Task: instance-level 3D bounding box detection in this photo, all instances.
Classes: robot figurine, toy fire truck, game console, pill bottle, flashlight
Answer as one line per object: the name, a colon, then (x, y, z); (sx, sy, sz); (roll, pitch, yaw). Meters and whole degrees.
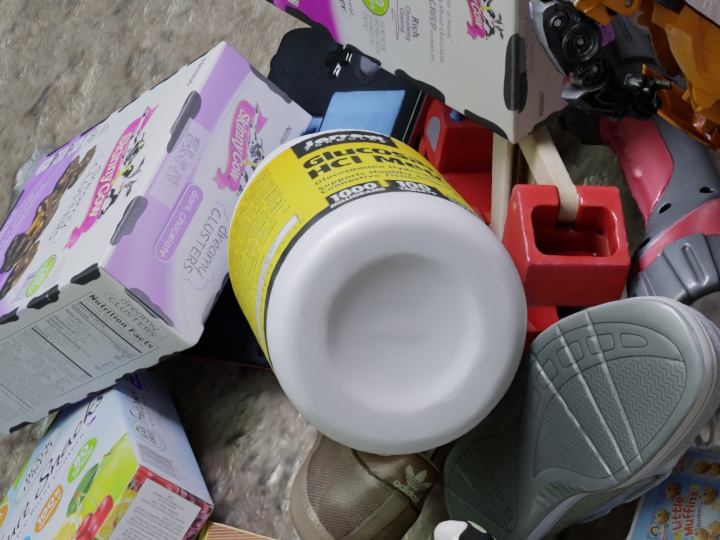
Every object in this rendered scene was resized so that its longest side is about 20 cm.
robot figurine: (0.155, -0.115, 1.162); (0.145, 0.199, 0.058); (-56, 35, 9)
toy fire truck: (0.071, -0.031, 1.289); (0.142, 0.048, 0.201); (102, 163, -45)
game console: (-0.027, -0.040, 1.500); (0.176, 0.031, 0.201); (8, 74, 54)
pill bottle: (0.000, 0.000, 1.234); (0.113, 0.112, 0.200); (-58, 17, 7)
flashlight: (0.131, -0.037, 1.260); (0.068, 0.067, 0.201); (-49, 38, 24)

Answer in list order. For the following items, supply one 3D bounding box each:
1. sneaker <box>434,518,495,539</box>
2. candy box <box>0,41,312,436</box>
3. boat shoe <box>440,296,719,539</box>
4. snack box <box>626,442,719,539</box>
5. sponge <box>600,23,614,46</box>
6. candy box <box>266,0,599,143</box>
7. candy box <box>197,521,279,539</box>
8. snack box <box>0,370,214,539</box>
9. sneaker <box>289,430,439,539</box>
sneaker: (-0.012, 0.177, 1.185); (0.199, 0.077, 0.075); (-33, 17, -3)
candy box: (-0.136, -0.015, 1.521); (0.200, 0.071, 0.168); (-26, 30, 49)
boat shoe: (0.103, 0.067, 1.181); (0.075, 0.064, 0.202); (63, 146, 19)
snack box: (0.126, 0.171, 1.167); (0.072, 0.024, 0.201); (7, 74, 55)
sponge: (0.042, -0.186, 1.291); (0.030, 0.201, 0.111); (-30, 13, -32)
candy box: (0.020, -0.164, 1.254); (0.200, 0.061, 0.137); (34, 140, 35)
candy box: (-0.023, 0.195, 1.318); (0.199, 0.055, 0.116); (7, 74, 54)
snack box: (-0.148, 0.139, 1.476); (0.143, 0.053, 0.200); (-56, 18, 8)
sneaker: (0.018, 0.063, 1.321); (0.075, 0.070, 0.201); (-37, 26, 27)
